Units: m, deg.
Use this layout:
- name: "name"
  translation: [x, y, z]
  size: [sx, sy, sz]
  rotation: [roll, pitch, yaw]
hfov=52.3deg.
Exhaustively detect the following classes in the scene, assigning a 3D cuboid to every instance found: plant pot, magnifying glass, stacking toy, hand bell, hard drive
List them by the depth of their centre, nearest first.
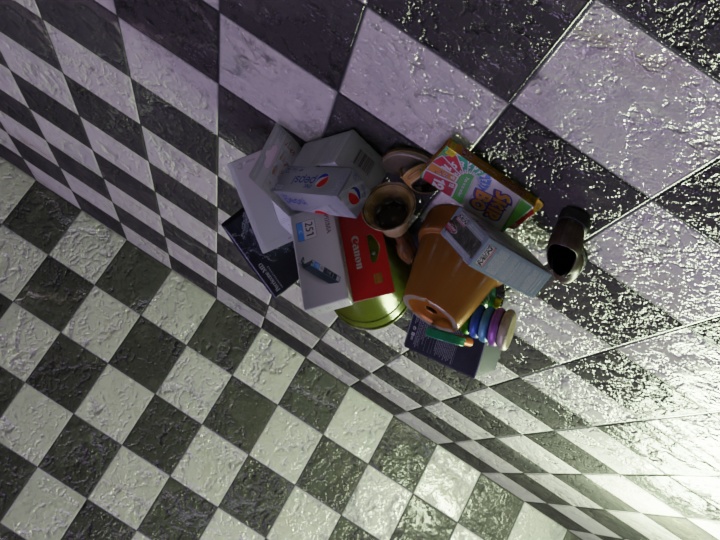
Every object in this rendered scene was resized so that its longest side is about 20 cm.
- name: "hand bell"
  translation: [0.075, -0.070, 1.413]
  size: [0.103, 0.105, 0.201]
  rotation: [22, 160, 26]
- name: "plant pot"
  translation: [0.178, 0.009, 1.433]
  size: [0.197, 0.185, 0.201]
  rotation: [28, 161, 10]
- name: "magnifying glass"
  translation: [0.188, 0.138, 1.479]
  size: [0.078, 0.023, 0.199]
  rotation: [15, 180, 26]
- name: "plant pot"
  translation: [0.000, 0.000, 1.520]
  size: [0.197, 0.203, 0.193]
  rotation: [24, 169, 22]
- name: "stacking toy"
  translation: [0.222, 0.098, 1.534]
  size: [0.196, 0.087, 0.086]
  rotation: [17, 157, 23]
- name: "hard drive"
  translation: [-0.188, -0.157, 1.572]
  size: [0.204, 0.130, 0.026]
  rotation: [69, 168, -13]

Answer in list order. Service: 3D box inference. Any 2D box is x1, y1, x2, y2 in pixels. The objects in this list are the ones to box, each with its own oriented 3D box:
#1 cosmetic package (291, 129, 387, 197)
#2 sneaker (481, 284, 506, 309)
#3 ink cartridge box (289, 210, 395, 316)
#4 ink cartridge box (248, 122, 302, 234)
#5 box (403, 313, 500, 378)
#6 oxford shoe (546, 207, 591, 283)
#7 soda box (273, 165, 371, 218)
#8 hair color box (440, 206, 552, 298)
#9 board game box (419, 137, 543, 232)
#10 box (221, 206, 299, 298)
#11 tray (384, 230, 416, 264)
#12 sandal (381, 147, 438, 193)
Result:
- name: "cosmetic package"
  translation: [-0.046, -0.199, 1.442]
  size: [0.112, 0.082, 0.199]
  rotation: [39, 160, -25]
- name: "sneaker"
  translation: [0.269, 0.070, 1.601]
  size: [0.083, 0.079, 0.202]
  rotation: [13, 149, 13]
- name: "ink cartridge box"
  translation: [-0.038, -0.033, 1.413]
  size: [0.172, 0.204, 0.045]
  rotation: [-16, 158, 10]
- name: "ink cartridge box"
  translation: [-0.144, -0.178, 1.525]
  size: [0.199, 0.165, 0.057]
  rotation: [40, 142, -26]
- name: "box"
  translation: [0.230, 0.164, 1.769]
  size: [0.197, 0.109, 0.147]
  rotation: [22, -169, 29]
- name: "oxford shoe"
  translation: [0.343, -0.021, 1.252]
  size: [0.071, 0.086, 0.201]
  rotation: [21, 160, 24]
- name: "soda box"
  translation: [-0.075, -0.150, 1.382]
  size: [0.198, 0.064, 0.068]
  rotation: [12, 156, 47]
- name: "hair color box"
  translation: [0.238, -0.029, 1.277]
  size: [0.198, 0.061, 0.099]
  rotation: [24, -159, -41]
- name: "board game box"
  translation: [0.203, -0.136, 1.232]
  size: [0.197, 0.030, 0.095]
  rotation: [30, 146, -12]
- name: "box"
  translation: [-0.179, -0.081, 1.659]
  size: [0.198, 0.199, 0.117]
  rotation: [54, 172, -13]
- name: "tray"
  translation: [0.070, -0.066, 1.659]
  size: [0.097, 0.037, 0.201]
  rotation: [23, 160, 28]
- name: "sandal"
  translation: [0.117, -0.164, 1.306]
  size: [0.197, 0.055, 0.081]
  rotation: [24, 160, 24]
